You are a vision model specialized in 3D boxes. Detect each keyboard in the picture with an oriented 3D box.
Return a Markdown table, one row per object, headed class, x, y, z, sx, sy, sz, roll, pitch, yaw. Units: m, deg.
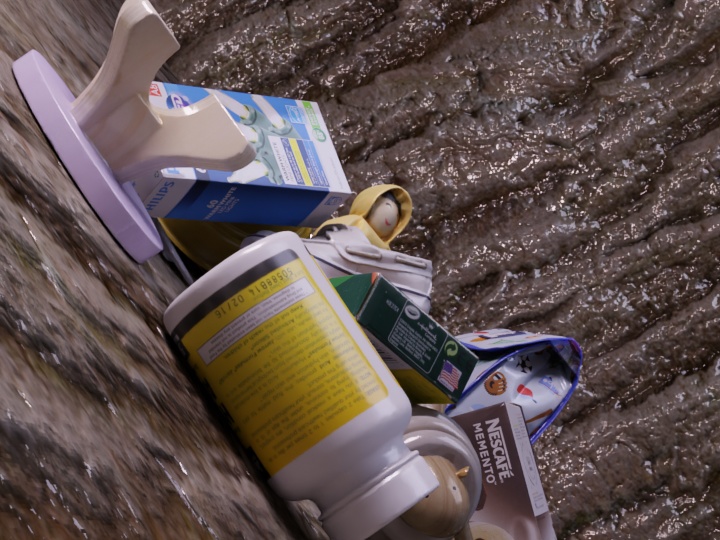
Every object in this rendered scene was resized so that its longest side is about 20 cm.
| class | x | y | z | sx | sy | sz | roll | pitch | yaw |
| --- | --- | --- | --- | --- | --- | --- | --- | --- | --- |
| keyboard | -0.193 | -0.066 | 1.406 | 0.200 | 0.011 | 0.056 | 56 | 1 | 37 |

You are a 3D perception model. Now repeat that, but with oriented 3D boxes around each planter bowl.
| class | x | y | z | sx | sy | sz | roll | pitch | yaw |
| --- | --- | --- | --- | --- | --- | --- | --- | --- | --- |
| planter bowl | -0.104 | -0.092 | 1.497 | 0.200 | 0.083 | 0.201 | 25 | 44 | -28 |

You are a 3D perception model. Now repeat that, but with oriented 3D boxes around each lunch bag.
| class | x | y | z | sx | sy | sz | roll | pitch | yaw |
| --- | --- | --- | --- | --- | --- | --- | --- | --- | --- |
| lunch bag | 0.133 | 0.137 | 1.759 | 0.124 | 0.200 | 0.170 | 53 | -14 | -13 |

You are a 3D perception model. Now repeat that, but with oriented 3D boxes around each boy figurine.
| class | x | y | z | sx | sy | sz | roll | pitch | yaw |
| --- | --- | --- | --- | --- | --- | --- | --- | --- | --- |
| boy figurine | 0.000 | 0.000 | 1.540 | 0.124 | 0.064 | 0.200 | 47 | 48 | -26 |

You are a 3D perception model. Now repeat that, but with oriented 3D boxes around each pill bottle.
| class | x | y | z | sx | sy | sz | roll | pitch | yaw |
| --- | --- | --- | --- | --- | --- | --- | --- | --- | --- |
| pill bottle | -0.035 | 0.083 | 1.079 | 0.200 | 0.111 | 0.111 | 55 | 1 | 7 |

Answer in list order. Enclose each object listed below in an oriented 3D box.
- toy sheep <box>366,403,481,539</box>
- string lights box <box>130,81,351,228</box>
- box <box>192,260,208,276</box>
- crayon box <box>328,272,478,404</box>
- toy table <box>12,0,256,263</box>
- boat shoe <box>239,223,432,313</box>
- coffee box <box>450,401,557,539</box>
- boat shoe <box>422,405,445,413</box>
| class | x | y | z | sx | sy | sz | roll | pitch | yaw |
| --- | --- | --- | --- | --- | --- | --- | --- | --- | --- |
| toy sheep | 0.038 | 0.176 | 1.349 | 0.138 | 0.138 | 0.200 | 55 | -13 | -20 |
| string lights box | -0.114 | -0.097 | 1.378 | 0.200 | 0.059 | 0.103 | 2 | 56 | -42 |
| box | -0.127 | 0.000 | 1.559 | 0.200 | 0.040 | 0.137 | 56 | 1 | 9 |
| crayon box | -0.010 | 0.063 | 1.389 | 0.127 | 0.051 | 0.200 | 41 | -26 | -27 |
| toy table | -0.166 | -0.114 | 1.209 | 0.200 | 0.117 | 0.184 | 55 | 0 | 19 |
| boat shoe | -0.017 | -0.010 | 1.428 | 0.199 | 0.066 | 0.072 | 17 | -15 | -28 |
| coffee box | 0.120 | 0.236 | 1.531 | 0.080 | 0.113 | 0.201 | 24 | 51 | -70 |
| boat shoe | 0.036 | 0.148 | 1.474 | 0.065 | 0.071 | 0.201 | 27 | 62 | -70 |
